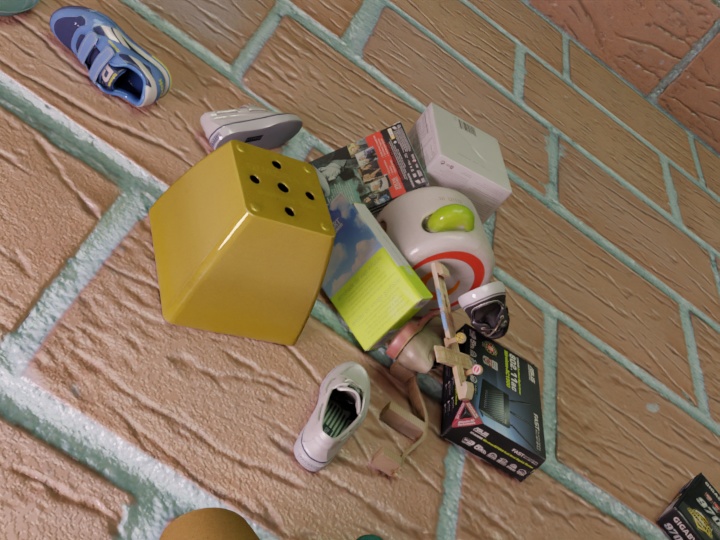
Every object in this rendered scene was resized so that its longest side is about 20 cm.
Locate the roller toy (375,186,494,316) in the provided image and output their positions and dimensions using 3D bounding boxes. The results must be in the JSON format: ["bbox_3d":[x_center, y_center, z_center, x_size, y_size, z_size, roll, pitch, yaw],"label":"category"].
[{"bbox_3d":[0.107,-0.031,1.394,0.182,0.198,0.141,41,25,-45],"label":"roller toy"}]

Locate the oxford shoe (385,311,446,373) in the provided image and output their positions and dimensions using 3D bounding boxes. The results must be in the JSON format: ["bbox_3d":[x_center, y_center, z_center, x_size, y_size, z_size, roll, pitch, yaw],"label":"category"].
[{"bbox_3d":[0.099,0.114,1.300,0.075,0.071,0.199,40,20,12],"label":"oxford shoe"}]

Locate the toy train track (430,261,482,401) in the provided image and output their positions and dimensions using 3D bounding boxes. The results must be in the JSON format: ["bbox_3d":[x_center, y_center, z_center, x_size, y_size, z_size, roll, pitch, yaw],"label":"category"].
[{"bbox_3d":[0.137,0.081,1.262,0.114,0.032,0.204,22,52,-55],"label":"toy train track"}]

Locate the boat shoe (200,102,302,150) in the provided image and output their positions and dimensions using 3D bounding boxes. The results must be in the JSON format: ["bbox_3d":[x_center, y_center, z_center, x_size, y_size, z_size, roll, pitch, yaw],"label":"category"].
[{"bbox_3d":[-0.173,-0.240,1.442,0.199,0.074,0.066,-16,67,-53],"label":"boat shoe"}]

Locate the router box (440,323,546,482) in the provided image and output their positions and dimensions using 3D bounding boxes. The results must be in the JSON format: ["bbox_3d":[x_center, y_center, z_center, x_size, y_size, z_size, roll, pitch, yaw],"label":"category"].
[{"bbox_3d":[0.198,0.194,1.337,0.148,0.062,0.202,31,35,-16],"label":"router box"}]

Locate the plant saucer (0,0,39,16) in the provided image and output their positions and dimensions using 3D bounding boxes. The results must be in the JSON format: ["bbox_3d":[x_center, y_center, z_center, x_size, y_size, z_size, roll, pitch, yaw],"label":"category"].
[{"bbox_3d":[-0.570,-0.438,1.306,0.198,0.027,0.202,26,37,-21],"label":"plant saucer"}]

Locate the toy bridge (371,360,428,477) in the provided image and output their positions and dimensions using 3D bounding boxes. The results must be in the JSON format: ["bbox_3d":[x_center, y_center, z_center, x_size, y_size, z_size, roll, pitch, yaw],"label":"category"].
[{"bbox_3d":[0.060,0.207,1.216,0.067,0.027,0.201,34,33,-13],"label":"toy bridge"}]

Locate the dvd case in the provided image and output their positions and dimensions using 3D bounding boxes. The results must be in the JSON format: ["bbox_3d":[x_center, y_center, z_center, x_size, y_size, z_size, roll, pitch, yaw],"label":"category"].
[{"bbox_3d":[-0.002,-0.146,1.426,0.022,0.197,0.148,65,3,-54],"label":"dvd case"}]

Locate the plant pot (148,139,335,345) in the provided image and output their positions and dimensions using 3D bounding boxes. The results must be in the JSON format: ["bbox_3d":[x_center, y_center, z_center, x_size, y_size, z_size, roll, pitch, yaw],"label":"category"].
[{"bbox_3d":[-0.142,-0.048,1.164,0.197,0.177,0.202,14,43,-34],"label":"plant pot"}]

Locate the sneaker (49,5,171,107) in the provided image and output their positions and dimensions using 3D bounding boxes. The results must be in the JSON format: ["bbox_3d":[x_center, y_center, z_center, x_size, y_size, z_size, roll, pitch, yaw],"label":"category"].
[{"bbox_3d":[-0.378,-0.317,1.325,0.198,0.074,0.083,33,36,-11],"label":"sneaker"}]

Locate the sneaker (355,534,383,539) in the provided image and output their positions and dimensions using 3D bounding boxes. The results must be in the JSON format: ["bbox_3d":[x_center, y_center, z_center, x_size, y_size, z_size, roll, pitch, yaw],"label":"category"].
[{"bbox_3d":[0.029,0.368,0.954,0.070,0.080,0.202,22,38,-25],"label":"sneaker"}]

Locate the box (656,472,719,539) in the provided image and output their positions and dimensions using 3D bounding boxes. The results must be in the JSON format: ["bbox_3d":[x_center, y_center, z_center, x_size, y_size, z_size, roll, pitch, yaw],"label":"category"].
[{"bbox_3d":[0.589,0.451,1.458,0.158,0.046,0.201,-16,63,-52],"label":"box"}]

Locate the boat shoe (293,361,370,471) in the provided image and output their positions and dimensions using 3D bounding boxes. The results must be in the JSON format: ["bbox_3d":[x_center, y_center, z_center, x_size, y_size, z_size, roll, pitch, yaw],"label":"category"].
[{"bbox_3d":[-0.019,0.174,1.137,0.073,0.067,0.201,37,34,-7],"label":"boat shoe"}]

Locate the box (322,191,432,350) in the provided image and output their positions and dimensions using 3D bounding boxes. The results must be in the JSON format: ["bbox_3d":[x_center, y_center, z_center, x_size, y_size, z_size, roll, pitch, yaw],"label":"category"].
[{"bbox_3d":[0.000,0.000,1.301,0.201,0.122,0.047,54,23,17],"label":"box"}]

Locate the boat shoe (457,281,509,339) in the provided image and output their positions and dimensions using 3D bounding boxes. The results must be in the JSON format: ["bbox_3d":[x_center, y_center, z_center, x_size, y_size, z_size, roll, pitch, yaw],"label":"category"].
[{"bbox_3d":[0.188,0.067,1.303,0.200,0.069,0.067,54,15,-75],"label":"boat shoe"}]

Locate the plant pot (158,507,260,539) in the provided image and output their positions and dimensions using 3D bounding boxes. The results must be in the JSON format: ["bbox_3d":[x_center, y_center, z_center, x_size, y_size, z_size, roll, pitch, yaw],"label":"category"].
[{"bbox_3d":[-0.128,0.317,0.789,0.184,0.188,0.201,21,25,-27],"label":"plant pot"}]

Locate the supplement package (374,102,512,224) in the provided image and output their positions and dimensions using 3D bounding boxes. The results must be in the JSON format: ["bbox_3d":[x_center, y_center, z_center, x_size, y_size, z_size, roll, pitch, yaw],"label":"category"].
[{"bbox_3d":[0.129,-0.140,1.518,0.150,0.201,0.152,23,37,-24],"label":"supplement package"}]
